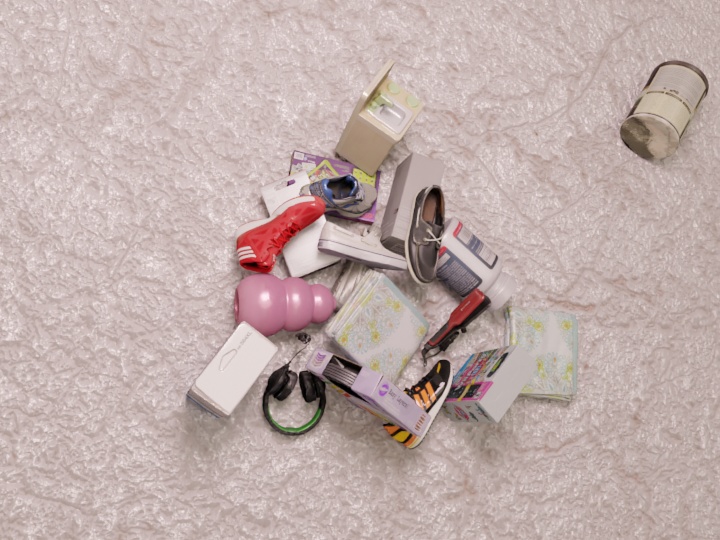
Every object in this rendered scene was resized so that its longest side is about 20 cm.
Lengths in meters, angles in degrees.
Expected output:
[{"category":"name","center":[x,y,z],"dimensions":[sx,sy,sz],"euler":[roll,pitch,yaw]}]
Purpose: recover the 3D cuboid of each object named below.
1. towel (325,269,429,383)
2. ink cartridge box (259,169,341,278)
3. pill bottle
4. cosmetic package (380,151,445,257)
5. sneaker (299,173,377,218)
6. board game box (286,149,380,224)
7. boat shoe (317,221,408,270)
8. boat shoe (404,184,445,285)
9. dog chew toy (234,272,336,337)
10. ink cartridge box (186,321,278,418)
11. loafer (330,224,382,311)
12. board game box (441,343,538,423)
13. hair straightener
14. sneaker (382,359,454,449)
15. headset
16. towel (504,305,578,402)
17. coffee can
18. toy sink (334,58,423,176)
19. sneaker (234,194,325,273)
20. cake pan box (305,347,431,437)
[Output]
[{"category":"towel","center":[0.039,0.120,1.392],"dimensions":[0.200,0.048,0.172],"euler":[46,71,-27]},{"category":"ink cartridge box","center":[-0.124,-0.092,1.405],"dimensions":[0.108,0.050,0.202],"euler":[-21,84,-3]},{"category":"pill bottle","center":[0.235,-0.007,1.478],"dimensions":[0.200,0.120,0.120],"euler":[41,70,-5]},{"category":"cosmetic package","center":[0.108,-0.140,1.474],"dimensions":[0.089,0.107,0.202],"euler":[17,72,-15]},{"category":"sneaker","center":[-0.025,-0.155,1.390],"dimensions":[0.199,0.085,0.078],"euler":[-10,77,-47]},{"category":"board game box","center":[-0.059,-0.177,1.470],"dimensions":[0.198,0.032,0.121],"euler":[12,72,-15]},{"category":"boat shoe","center":[0.011,-0.051,1.368],"dimensions":[0.198,0.071,0.071],"euler":[15,80,-19]},{"category":"boat shoe","center":[0.135,-0.073,1.379],"dimensions":[0.071,0.067,0.202],"euler":[10,78,-24]},{"category":"dog chew toy","center":[-0.144,0.066,1.340],"dimensions":[0.198,0.124,0.126],"euler":[0,78,-20]},{"category":"ink cartridge box","center":[-0.237,0.185,1.241],"dimensions":[0.084,0.200,0.146],"euler":[38,70,-6]},{"category":"loafer","center":[0.000,0.000,1.432],"dimensions":[0.069,0.070,0.201],"euler":[30,78,-15]},{"category":"board game box","center":[0.251,0.233,1.387],"dimensions":[0.064,0.200,0.148],"euler":[44,69,-4]},{"category":"hair straightener","center":[0.203,0.129,1.438],"dimensions":[0.200,0.041,0.077],"euler":[-51,137,8]},{"category":"sneaker","center":[0.119,0.260,1.408],"dimensions":[0.090,0.070,0.201],"euler":[33,73,-12]},{"category":"headset","center":[-0.121,0.221,1.328],"dimensions":[0.122,0.094,0.202],"euler":[7,87,-16]},{"category":"towel","center":[0.404,0.186,1.528],"dimensions":[0.170,0.048,0.202],"euler":[8,76,-17]},{"category":"coffee can","center":[0.763,-0.403,1.717],"dimensions":[0.146,0.146,0.201],"euler":[38,70,-7]},{"category":"toy sink","center":[0.047,-0.314,1.427],"dimensions":[0.112,0.200,0.131],"euler":[34,59,-2]},{"category":"sneaker","center":[-0.149,-0.058,1.314],"dimensions":[0.199,0.078,0.116],"euler":[-26,51,17]},{"category":"cake pan box","center":[0.014,0.226,1.281],"dimensions":[0.200,0.183,0.053],"euler":[47,66,-43]}]
